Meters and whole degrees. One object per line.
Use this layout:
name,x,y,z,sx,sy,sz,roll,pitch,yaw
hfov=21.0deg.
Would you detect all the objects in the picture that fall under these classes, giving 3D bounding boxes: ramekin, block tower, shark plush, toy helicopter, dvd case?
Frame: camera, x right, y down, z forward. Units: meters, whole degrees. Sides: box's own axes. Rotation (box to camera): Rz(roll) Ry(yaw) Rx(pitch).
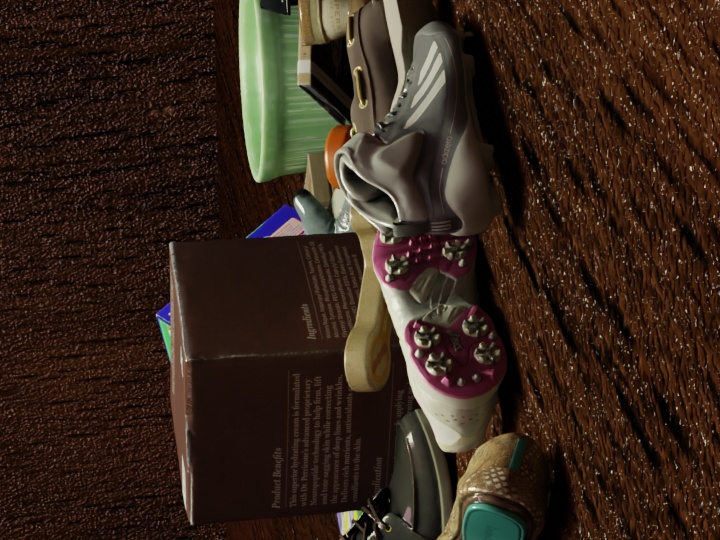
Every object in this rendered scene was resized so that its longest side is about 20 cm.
ramekin,-0.057,-0.187,1.846,0.200,0.097,0.202,176,90,-81
block tower,-0.030,-0.036,1.868,0.201,0.053,0.058,101,164,-61
shark plush,0.000,0.000,1.662,0.083,0.090,0.202,5,95,51
toy helicopter,0.020,-0.003,1.424,0.132,0.078,0.202,52,-136,-58
dvd case,-0.027,-0.237,1.657,0.149,0.016,0.202,33,-123,-74

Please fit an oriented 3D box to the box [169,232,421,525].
box,-0.048,0.082,1.553,0.165,0.198,0.167,-106,16,-54

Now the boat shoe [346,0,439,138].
boat shoe,0.025,-0.112,1.357,0.059,0.072,0.202,-27,53,32

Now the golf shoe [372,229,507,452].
golf shoe,0.050,0.036,1.309,0.201,0.074,0.092,-99,5,-48

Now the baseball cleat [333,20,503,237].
baseball cleat,0.032,-0.096,1.254,0.201,0.105,0.070,-101,6,-52

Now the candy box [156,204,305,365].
candy box,-0.083,0.071,1.752,0.077,0.169,0.201,29,147,34

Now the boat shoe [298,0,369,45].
boat shoe,-0.002,-0.235,1.582,0.201,0.064,0.072,-74,-22,-57

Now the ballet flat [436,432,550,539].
ballet flat,0.084,0.159,1.203,0.200,0.070,0.066,107,-175,-60

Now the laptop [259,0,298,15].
laptop,-0.036,-0.315,1.671,0.103,0.199,0.179,8,104,39

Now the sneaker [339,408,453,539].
sneaker,0.014,0.203,1.491,0.075,0.105,0.202,-112,21,-66

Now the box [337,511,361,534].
box,0.015,0.254,1.712,0.201,0.048,0.118,-105,14,-47
